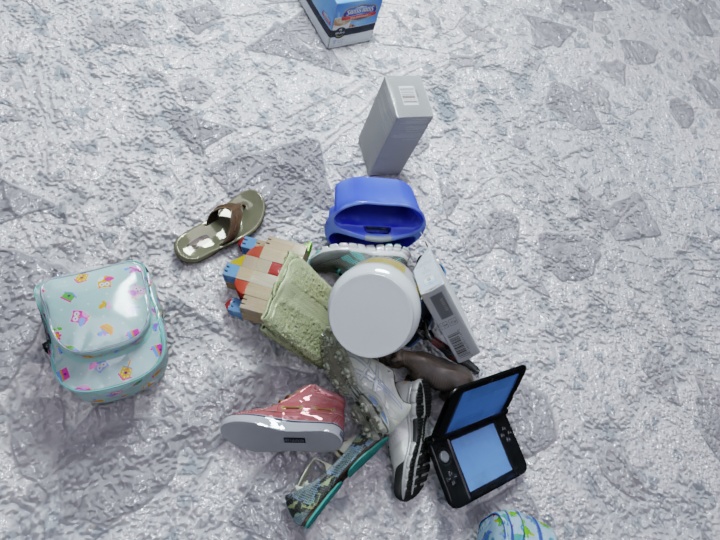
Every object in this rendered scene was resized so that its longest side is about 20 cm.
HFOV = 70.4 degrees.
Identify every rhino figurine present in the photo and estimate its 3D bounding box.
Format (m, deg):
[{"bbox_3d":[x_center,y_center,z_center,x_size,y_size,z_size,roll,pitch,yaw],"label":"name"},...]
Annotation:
[{"bbox_3d":[0.113,0.178,0.923,0.199,0.088,0.060,23,61,-5],"label":"rhino figurine"}]

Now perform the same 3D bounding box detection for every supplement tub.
[{"bbox_3d":[0.026,0.056,0.826,0.144,0.200,0.147,1,95,7],"label":"supplement tub"}]

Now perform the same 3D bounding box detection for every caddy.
[{"bbox_3d":[0.027,-0.097,0.988,0.198,0.142,0.106,1,53,-15],"label":"caddy"}]

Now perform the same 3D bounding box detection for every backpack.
[{"bbox_3d":[-0.388,0.094,0.784,0.175,0.153,0.201,-15,78,-27],"label":"backpack"},{"bbox_3d":[0.240,0.479,0.788,0.153,0.164,0.200,29,54,15],"label":"backpack"}]

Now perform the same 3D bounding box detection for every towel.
[{"bbox_3d":[-0.088,0.076,0.875,0.036,0.200,0.149,-2,57,33],"label":"towel"}]

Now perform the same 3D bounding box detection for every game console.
[{"bbox_3d":[0.220,0.278,0.867,0.199,0.116,0.177,-7,68,-35],"label":"game console"}]

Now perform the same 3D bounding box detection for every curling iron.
[{"bbox_3d":[0.167,0.144,0.932,0.200,0.026,0.050,37,27,-34],"label":"curling iron"}]

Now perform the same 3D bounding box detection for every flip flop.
[{"bbox_3d":[-0.258,-0.087,0.954,0.200,0.058,0.081,-37,80,-27],"label":"flip flop"}]

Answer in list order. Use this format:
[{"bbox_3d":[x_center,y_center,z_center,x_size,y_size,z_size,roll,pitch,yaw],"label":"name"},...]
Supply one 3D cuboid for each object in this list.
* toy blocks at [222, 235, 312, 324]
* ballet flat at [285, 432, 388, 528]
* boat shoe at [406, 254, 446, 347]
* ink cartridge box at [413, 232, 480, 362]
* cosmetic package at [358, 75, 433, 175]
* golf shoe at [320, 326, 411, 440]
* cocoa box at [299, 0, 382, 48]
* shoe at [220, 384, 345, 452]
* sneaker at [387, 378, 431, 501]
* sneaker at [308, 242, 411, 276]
[{"bbox_3d":[-0.182,0.013,0.921,0.136,0.100,0.201,14,61,4],"label":"toy blocks"},{"bbox_3d":[-0.041,0.315,0.825,0.200,0.074,0.074,-39,81,-26],"label":"ballet flat"},{"bbox_3d":[0.103,0.056,0.986,0.069,0.084,0.201,39,46,-18],"label":"boat shoe"},{"bbox_3d":[0.140,0.041,0.908,0.047,0.200,0.161,-28,117,10],"label":"ink cartridge box"},{"bbox_3d":[0.067,-0.297,1.066,0.090,0.200,0.108,-8,71,-17],"label":"cosmetic package"},{"bbox_3d":[0.007,0.175,0.852,0.097,0.078,0.201,-21,73,-36],"label":"golf shoe"},{"bbox_3d":[-0.057,-0.671,1.239,0.133,0.131,0.201,-21,73,-23],"label":"cocoa box"},{"bbox_3d":[-0.122,0.241,0.842,0.198,0.072,0.091,3,34,3],"label":"shoe"},{"bbox_3d":[0.075,0.289,0.882,0.074,0.080,0.202,27,65,-53],"label":"sneaker"},{"bbox_3d":[0.000,0.000,0.969,0.198,0.078,0.092,-1,67,-2],"label":"sneaker"}]
